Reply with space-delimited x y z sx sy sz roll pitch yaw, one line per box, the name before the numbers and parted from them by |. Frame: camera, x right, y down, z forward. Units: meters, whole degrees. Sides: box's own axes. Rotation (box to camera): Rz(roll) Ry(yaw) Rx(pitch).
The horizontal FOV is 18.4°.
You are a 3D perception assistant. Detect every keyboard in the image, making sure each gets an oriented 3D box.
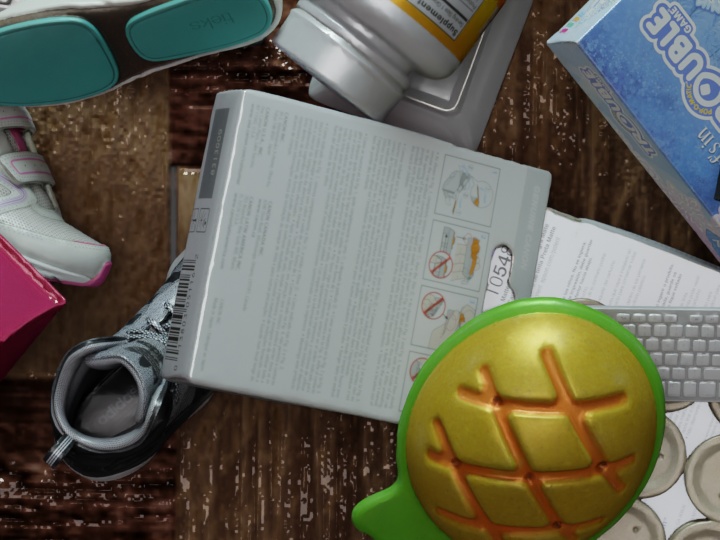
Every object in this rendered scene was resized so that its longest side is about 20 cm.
keyboard | 0.180 0.046 1.220 0.198 0.011 0.057 1 109 6

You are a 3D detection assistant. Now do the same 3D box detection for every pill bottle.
pill bottle | 0.040 -0.184 1.232 0.109 0.109 0.201 37 92 4

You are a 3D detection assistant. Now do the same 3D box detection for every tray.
tray | 0.051 -0.177 1.297 0.107 0.022 0.201 20 90 6

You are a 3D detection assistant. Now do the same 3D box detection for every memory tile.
memory tile | 0.152 0.126 1.242 0.152 0.017 0.202 14 89 6

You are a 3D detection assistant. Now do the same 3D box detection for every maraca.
maraca | 0.079 0.104 1.192 0.137 0.107 0.201 32 110 -3

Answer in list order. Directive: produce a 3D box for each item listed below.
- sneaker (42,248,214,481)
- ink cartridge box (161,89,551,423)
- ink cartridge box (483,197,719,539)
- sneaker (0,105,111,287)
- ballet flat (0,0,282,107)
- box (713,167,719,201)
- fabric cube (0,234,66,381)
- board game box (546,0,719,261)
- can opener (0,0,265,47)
sneaker | -0.104 0.041 1.256 0.075 0.114 0.200 42 92 5
ink cartridge box | 0.000 0.000 1.232 0.199 0.047 0.161 13 85 -26
ink cartridge box | 0.143 0.081 1.273 0.199 0.041 0.201 21 89 6
sneaker | -0.220 -0.064 1.284 0.199 0.081 0.088 36 93 4
ballet flat | -0.136 -0.141 1.246 0.198 0.069 0.070 -13 87 13
box | 0.301 -0.086 1.180 0.199 0.079 0.142 10 90 -23
fabric cube | -0.320 0.041 1.196 0.196 0.200 0.199 45 119 4
board game box | 0.234 -0.117 1.216 0.199 0.043 0.200 -45 109 -10
can opener | -0.152 -0.168 1.289 0.198 0.067 0.054 9 90 5
